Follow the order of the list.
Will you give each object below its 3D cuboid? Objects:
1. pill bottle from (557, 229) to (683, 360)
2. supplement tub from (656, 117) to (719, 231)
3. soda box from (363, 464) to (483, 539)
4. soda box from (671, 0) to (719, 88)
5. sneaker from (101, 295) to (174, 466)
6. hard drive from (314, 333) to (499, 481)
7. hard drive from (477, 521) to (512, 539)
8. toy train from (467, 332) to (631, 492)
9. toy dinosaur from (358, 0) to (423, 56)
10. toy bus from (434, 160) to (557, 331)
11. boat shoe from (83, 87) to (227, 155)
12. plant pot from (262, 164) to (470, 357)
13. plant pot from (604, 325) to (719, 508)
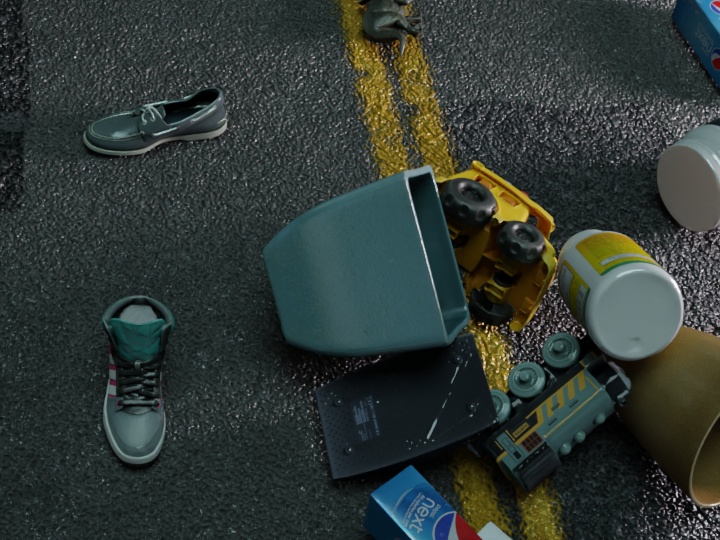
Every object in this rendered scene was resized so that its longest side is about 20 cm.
[{"bbox_3d":[0.293,0.020,1.606,0.111,0.114,0.200,2,17,-8],"label":"pill bottle"},{"bbox_3d":[0.518,-0.144,1.884,0.198,0.141,0.141,-23,58,-26],"label":"supplement tub"},{"bbox_3d":[0.092,0.305,1.453,0.064,0.068,0.200,-31,61,-30],"label":"soda box"},{"bbox_3d":[0.551,-0.349,2.096,0.063,0.068,0.201,-9,53,-18],"label":"soda box"},{"bbox_3d":[-0.250,0.107,1.557,0.082,0.121,0.202,-1,51,-11],"label":"sneaker"},{"bbox_3d":[0.053,0.161,1.573,0.198,0.042,0.136,-20,52,7],"label":"hard drive"},{"bbox_3d":[0.172,0.376,1.469,0.199,0.027,0.132,39,55,22],"label":"hard drive"},{"bbox_3d":[0.217,0.161,1.588,0.199,0.085,0.114,-38,54,-5],"label":"toy train"},{"bbox_3d":[0.042,-0.371,2.048,0.101,0.077,0.202,-3,55,3],"label":"toy dinosaur"},{"bbox_3d":[0.180,-0.044,1.765,0.199,0.137,0.191,37,38,18],"label":"toy bus"},{"bbox_3d":[-0.274,-0.206,1.851,0.197,0.062,0.073,-11,53,-18],"label":"boat shoe"},{"bbox_3d":[0.000,0.000,1.615,0.197,0.196,0.198,-14,93,13],"label":"plant pot"},{"bbox_3d":[0.375,0.141,1.615,0.185,0.188,0.200,-26,44,-28],"label":"plant pot"}]
